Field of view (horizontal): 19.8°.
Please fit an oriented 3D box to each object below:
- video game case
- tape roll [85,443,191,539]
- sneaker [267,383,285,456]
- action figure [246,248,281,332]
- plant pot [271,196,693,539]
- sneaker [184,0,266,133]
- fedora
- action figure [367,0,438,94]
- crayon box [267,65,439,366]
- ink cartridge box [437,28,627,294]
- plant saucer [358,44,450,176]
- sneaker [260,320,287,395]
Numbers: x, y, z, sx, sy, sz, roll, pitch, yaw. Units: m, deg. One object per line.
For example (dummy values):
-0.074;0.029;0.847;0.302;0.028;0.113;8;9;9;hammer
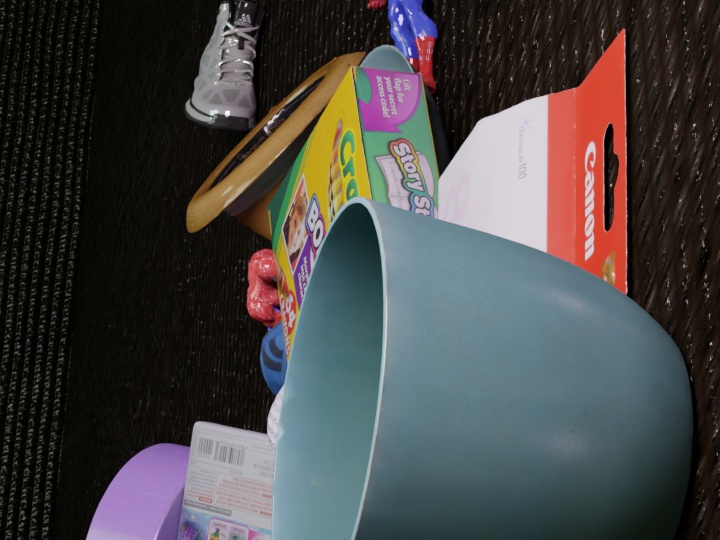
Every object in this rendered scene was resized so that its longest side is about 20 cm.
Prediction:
-0.072;0.215;1.535;0.199;0.024;0.184;6;87;49;video game case
-0.146;0.245;1.675;0.200;0.065;0.202;-25;-61;-58;tape roll
0.042;0.130;1.198;0.200;0.113;0.076;41;108;34;sneaker
-0.039;0.032;1.639;0.200;0.098;0.066;73;-165;-67;action figure
0.059;0.077;0.961;0.200;0.159;0.203;-172;90;-77;plant pot
-0.140;-0.222;2.168;0.201;0.075;0.116;-106;26;-66;sneaker
-0.048;-0.081;1.601;0.200;0.082;0.201;-43;10;9;fedora
0.032;-0.213;1.513;0.066;0.051;0.202;116;161;-61;action figure
0.000;0.000;1.338;0.173;0.058;0.202;123;144;-53;crayon box
0.090;-0.020;1.143;0.200;0.057;0.164;115;160;-62;ink cartridge box
0.025;-0.052;1.421;0.201;0.038;0.203;-177;90;-71;plant saucer
-0.035;0.077;1.562;0.200;0.065;0.079;127;145;-63;sneaker
